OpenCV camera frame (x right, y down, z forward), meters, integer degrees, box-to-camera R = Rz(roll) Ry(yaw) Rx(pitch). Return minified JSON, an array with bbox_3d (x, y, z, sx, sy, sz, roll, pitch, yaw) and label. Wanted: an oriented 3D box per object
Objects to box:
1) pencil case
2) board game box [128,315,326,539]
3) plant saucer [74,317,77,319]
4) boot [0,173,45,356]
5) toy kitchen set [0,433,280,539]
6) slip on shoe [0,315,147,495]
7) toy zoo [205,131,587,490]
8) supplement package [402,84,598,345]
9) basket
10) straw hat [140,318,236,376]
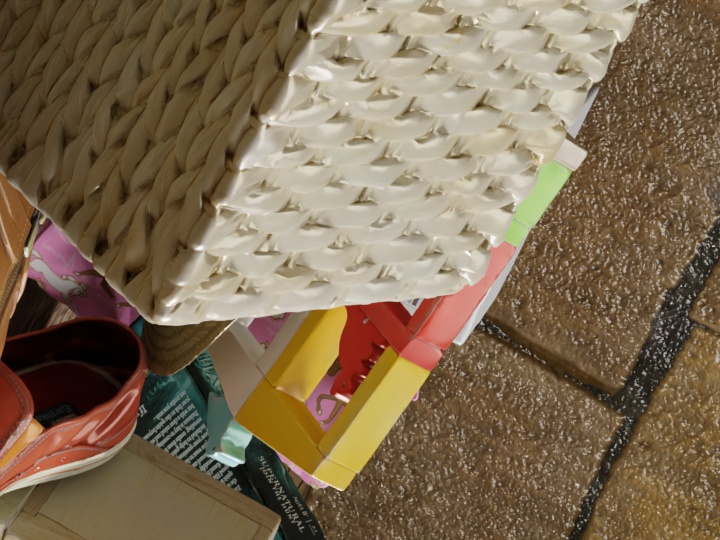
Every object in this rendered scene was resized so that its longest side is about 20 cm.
[{"bbox_3d":[-0.067,0.019,1.374,0.083,0.200,0.087,-54,-177,-29],"label":"pencil case"},{"bbox_3d":[-0.114,0.122,1.354,0.028,0.136,0.200,-14,158,-51],"label":"board game box"},{"bbox_3d":[-0.128,0.084,1.456,0.037,0.200,0.201,43,68,-40],"label":"plant saucer"},{"bbox_3d":[-0.157,-0.015,1.068,0.201,0.076,0.156,91,16,-50],"label":"boot"},{"bbox_3d":[-0.169,0.177,1.281,0.163,0.180,0.200,-57,173,-41],"label":"toy kitchen set"},{"bbox_3d":[-0.163,0.064,1.174,0.199,0.074,0.061,-20,146,-47],"label":"slip on shoe"},{"bbox_3d":[0.000,0.000,1.177,0.200,0.020,0.131,-55,-143,10],"label":"toy zoo"},{"bbox_3d":[0.015,-0.079,1.694,0.151,0.199,0.152,-64,175,14],"label":"supplement package"},{"bbox_3d":[-0.023,-0.103,1.037,0.199,0.161,0.199,-3,131,-50],"label":"basket"},{"bbox_3d":[-0.074,-0.061,1.237,0.201,0.085,0.201,-51,-162,24],"label":"straw hat"}]
